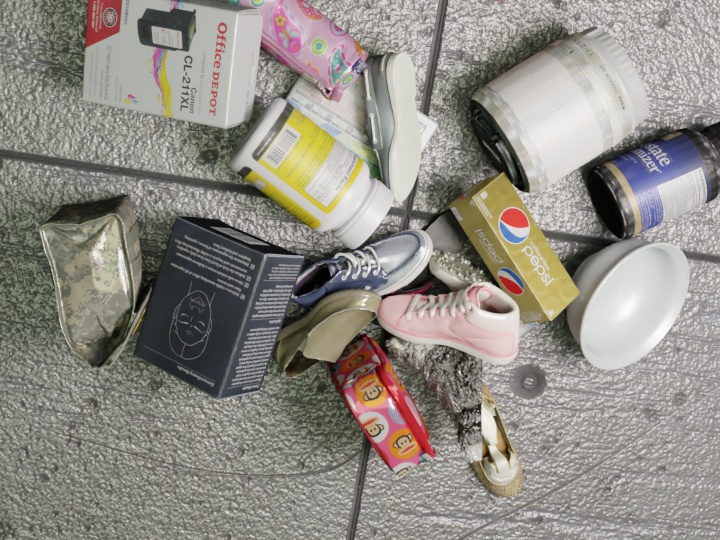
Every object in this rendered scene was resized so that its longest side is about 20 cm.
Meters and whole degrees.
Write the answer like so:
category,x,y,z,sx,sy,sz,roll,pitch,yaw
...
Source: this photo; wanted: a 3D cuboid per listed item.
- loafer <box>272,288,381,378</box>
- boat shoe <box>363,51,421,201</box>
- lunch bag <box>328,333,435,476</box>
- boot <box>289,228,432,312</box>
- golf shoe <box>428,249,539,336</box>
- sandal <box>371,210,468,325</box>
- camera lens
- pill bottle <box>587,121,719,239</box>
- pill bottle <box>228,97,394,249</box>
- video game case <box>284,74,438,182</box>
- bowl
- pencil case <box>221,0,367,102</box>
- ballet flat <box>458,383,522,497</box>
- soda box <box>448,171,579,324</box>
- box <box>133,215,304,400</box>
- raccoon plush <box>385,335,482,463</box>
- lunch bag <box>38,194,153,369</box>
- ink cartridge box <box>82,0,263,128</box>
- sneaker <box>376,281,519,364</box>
category,x,y,z,sx,sy,sz,roll,pitch,yaw
loafer,-0.044,0.088,1.378,0.076,0.068,0.200,13,144,-41
boat shoe,0.038,-0.193,1.371,0.062,0.073,0.200,10,113,33
lunch bag,0.033,0.191,1.388,0.082,0.200,0.176,-30,107,0
boot,0.000,0.000,1.376,0.200,0.090,0.073,-33,65,11
golf shoe,0.159,0.049,1.431,0.200,0.078,0.097,33,109,-24
sandal,0.077,-0.004,1.433,0.075,0.045,0.200,43,93,-15
camera lens,0.259,-0.211,1.358,0.200,0.160,0.160,-32,104,-1
pill bottle,0.431,-0.131,1.424,0.200,0.112,0.112,-24,104,-3
pill bottle,-0.062,-0.123,1.332,0.200,0.114,0.114,37,94,-14
video game case,-0.023,-0.175,1.397,0.200,0.022,0.182,30,96,-14
bowl,0.361,0.034,1.441,0.201,0.090,0.201,-17,124,-26
pencil case,-0.085,-0.303,1.313,0.200,0.087,0.087,38,94,-2
ballet flat,0.190,0.257,1.492,0.070,0.065,0.200,-26,104,-1
soda box,0.208,-0.028,1.373,0.068,0.064,0.200,-38,101,-26
box,-0.187,0.047,1.342,0.148,0.107,0.200,23,99,24
raccoon plush,0.101,0.161,1.409,0.134,0.097,0.200,0,64,4
lunch bag,-0.332,0.016,1.317,0.117,0.164,0.200,-9,103,-4
ink cartridge box,-0.236,-0.269,1.274,0.200,0.083,0.146,12,107,12
sneaker,0.120,0.050,1.359,0.200,0.075,0.105,17,135,14
